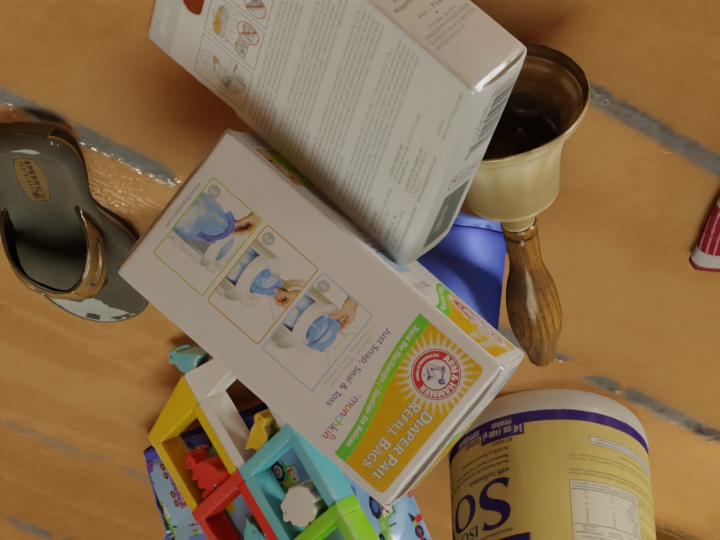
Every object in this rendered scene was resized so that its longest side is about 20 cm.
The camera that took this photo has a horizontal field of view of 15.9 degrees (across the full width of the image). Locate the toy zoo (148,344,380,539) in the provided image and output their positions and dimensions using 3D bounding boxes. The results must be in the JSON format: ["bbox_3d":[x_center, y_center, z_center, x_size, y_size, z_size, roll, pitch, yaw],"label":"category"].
[{"bbox_3d":[-0.071,0.135,1.705,0.020,0.201,0.131,-19,161,-44],"label":"toy zoo"}]

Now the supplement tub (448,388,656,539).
[{"bbox_3d":[0.135,0.200,1.787,0.144,0.201,0.146,-1,148,-1],"label":"supplement tub"}]

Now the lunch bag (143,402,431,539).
[{"bbox_3d":[-0.067,0.174,1.776,0.199,0.152,0.094,-20,-178,34],"label":"lunch bag"}]

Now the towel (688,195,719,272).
[{"bbox_3d":[0.294,-0.049,1.568,0.143,0.023,0.200,5,147,-9],"label":"towel"}]

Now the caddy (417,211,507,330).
[{"bbox_3d":[0.000,0.000,1.562,0.198,0.106,0.141,1,172,-4],"label":"caddy"}]

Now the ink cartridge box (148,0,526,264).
[{"bbox_3d":[-0.016,-0.119,1.362,0.057,0.200,0.163,-35,162,-31],"label":"ink cartridge box"}]

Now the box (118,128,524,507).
[{"bbox_3d":[-0.018,0.025,1.428,0.102,0.200,0.112,-50,173,8],"label":"box"}]

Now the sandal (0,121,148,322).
[{"bbox_3d":[-0.182,-0.018,1.567,0.081,0.055,0.200,-5,147,6],"label":"sandal"}]

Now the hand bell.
[{"bbox_3d":[0.091,-0.020,1.480,0.103,0.105,0.201,-6,131,7],"label":"hand bell"}]
